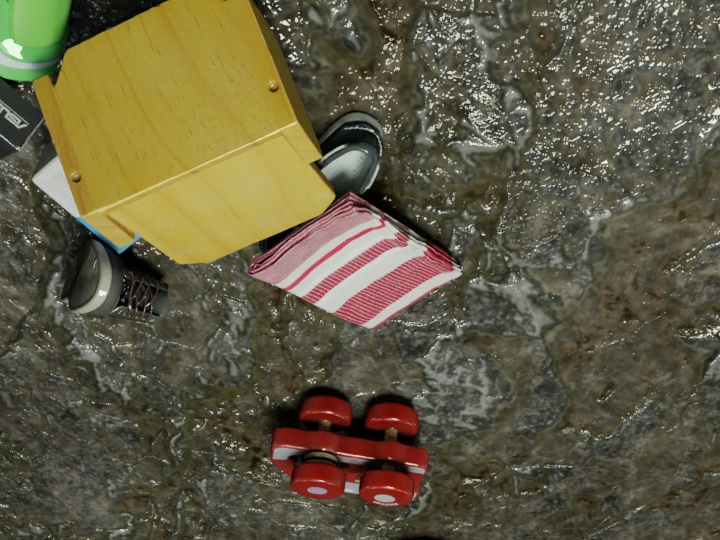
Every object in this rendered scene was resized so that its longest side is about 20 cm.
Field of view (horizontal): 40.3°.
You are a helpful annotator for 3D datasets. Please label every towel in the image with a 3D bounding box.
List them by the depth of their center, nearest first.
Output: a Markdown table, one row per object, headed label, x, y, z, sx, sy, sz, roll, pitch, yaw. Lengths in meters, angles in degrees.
| label | x | y | z | sx | sy | sz | roll | pitch | yaw |
| --- | --- | --- | --- | --- | --- | --- | --- | --- | --- |
| towel | 0.000 | 0.000 | 1.029 | 0.144 | 0.023 | 0.200 | -33 | 141 | 26 |

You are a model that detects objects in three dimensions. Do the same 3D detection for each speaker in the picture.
| label | x | y | z | sx | sy | sz | roll | pitch | yaw |
| --- | --- | --- | --- | --- | --- | --- | --- | --- | --- |
| speaker | -0.280 | -0.263 | 0.822 | 0.088 | 0.089 | 0.200 | 15 | 128 | -10 |

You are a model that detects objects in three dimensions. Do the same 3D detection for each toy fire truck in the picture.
| label | x | y | z | sx | sy | sz | roll | pitch | yaw |
| --- | --- | --- | --- | --- | --- | --- | --- | --- | --- |
| toy fire truck | -0.014 | 0.243 | 1.225 | 0.199 | 0.112 | 0.168 | 7 | 148 | -3 |

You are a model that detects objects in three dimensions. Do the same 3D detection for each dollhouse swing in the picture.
| label | x | y | z | sx | sy | sz | roll | pitch | yaw |
| --- | --- | --- | --- | --- | --- | --- | --- | --- | --- |
| dollhouse swing | -0.141 | -0.120 | 0.884 | 0.199 | 0.176 | 0.182 | -23 | 83 | 9 |

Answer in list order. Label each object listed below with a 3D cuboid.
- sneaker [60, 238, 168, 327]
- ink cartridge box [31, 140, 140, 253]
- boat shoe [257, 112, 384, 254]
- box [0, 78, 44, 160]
| label | x | y | z | sx | sy | sz | roll | pitch | yaw |
| --- | --- | --- | --- | --- | --- | --- | --- | --- | --- |
| sneaker | -0.242 | 0.018 | 1.013 | 0.106 | 0.200 | 0.075 | 18 | 86 | -21 |
| ink cartridge box | -0.200 | -0.122 | 0.939 | 0.200 | 0.068 | 0.115 | -34 | 121 | 19 |
| boat shoe | -0.047 | -0.071 | 0.988 | 0.075 | 0.060 | 0.200 | 24 | 126 | -17 |
| box | -0.402 | -0.173 | 0.877 | 0.160 | 0.044 | 0.200 | -7 | 138 | 49 |
